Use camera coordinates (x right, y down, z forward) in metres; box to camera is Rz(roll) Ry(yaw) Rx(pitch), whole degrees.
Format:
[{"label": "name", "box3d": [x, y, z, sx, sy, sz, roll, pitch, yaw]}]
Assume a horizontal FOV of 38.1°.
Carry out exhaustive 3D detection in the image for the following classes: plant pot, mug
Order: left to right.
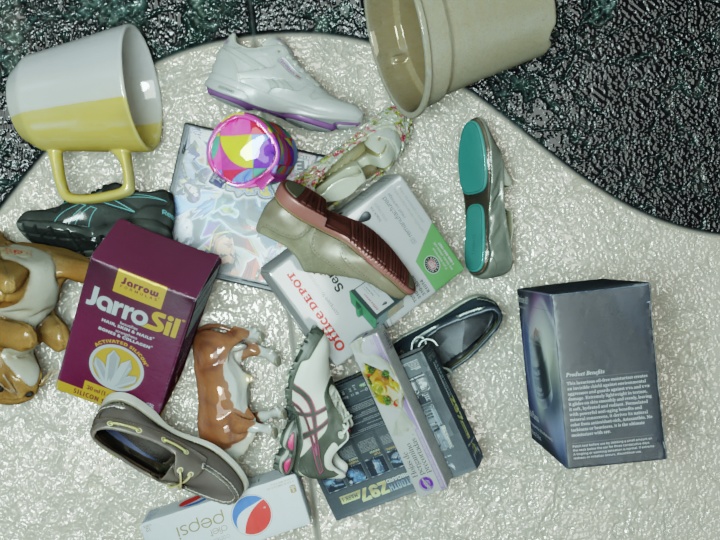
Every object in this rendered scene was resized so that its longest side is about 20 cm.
[{"label": "mug", "box3d": [-0.330, -0.191, 1.227, 0.153, 0.150, 0.187, -7, 56, 5]}, {"label": "plant pot", "box3d": [0.123, -0.300, 1.242, 0.183, 0.200, 0.201, -15, 92, -13]}]

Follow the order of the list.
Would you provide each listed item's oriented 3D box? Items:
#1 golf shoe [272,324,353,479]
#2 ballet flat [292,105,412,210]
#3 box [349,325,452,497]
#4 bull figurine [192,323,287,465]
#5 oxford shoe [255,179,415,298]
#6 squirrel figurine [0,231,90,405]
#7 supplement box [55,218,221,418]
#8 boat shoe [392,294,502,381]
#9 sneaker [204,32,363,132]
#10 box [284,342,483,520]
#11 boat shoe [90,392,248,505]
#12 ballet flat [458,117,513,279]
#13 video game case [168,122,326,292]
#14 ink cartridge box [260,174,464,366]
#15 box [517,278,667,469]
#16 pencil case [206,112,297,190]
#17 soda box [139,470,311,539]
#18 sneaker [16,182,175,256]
[{"label": "golf shoe", "box3d": [-0.046, 0.156, 1.221, 0.088, 0.077, 0.201, 13, 119, 9]}, {"label": "ballet flat", "box3d": [-0.001, -0.126, 1.271, 0.200, 0.064, 0.076, -40, 124, -13]}, {"label": "box", "box3d": [0.047, 0.163, 1.211, 0.039, 0.041, 0.201, -23, 95, 18]}, {"label": "bull figurine", "box3d": [-0.155, 0.161, 1.275, 0.121, 0.065, 0.201, -11, 87, 19]}, {"label": "oxford shoe", "box3d": [-0.027, -0.021, 1.193, 0.200, 0.070, 0.075, 36, 111, -11]}, {"label": "squirrel figurine", "box3d": [-0.434, 0.059, 1.249, 0.199, 0.141, 0.187, 22, 110, 23]}, {"label": "supplement box", "box3d": [-0.260, 0.062, 1.220, 0.131, 0.103, 0.200, 21, 120, -2]}, {"label": "boat shoe", "box3d": [0.093, 0.105, 1.299, 0.200, 0.062, 0.075, -32, 100, 0]}, {"label": "sneaker", "box3d": [-0.087, -0.231, 1.272, 0.199, 0.075, 0.100, 18, 88, 3]}, {"label": "box", "box3d": [0.027, 0.198, 1.273, 0.200, 0.051, 0.158, -25, 91, 20]}, {"label": "boat shoe", "box3d": [-0.222, 0.219, 1.211, 0.200, 0.060, 0.072, 37, 121, -13]}, {"label": "ballet flat", "box3d": [0.161, -0.090, 1.307, 0.064, 0.067, 0.201, -3, 92, -30]}, {"label": "video game case", "box3d": [-0.141, -0.073, 1.302, 0.199, 0.026, 0.181, 13, 91, -3]}, {"label": "ink cartridge box", "box3d": [0.000, 0.000, 1.265, 0.200, 0.084, 0.146, -38, 100, -8]}, {"label": "box", "box3d": [0.267, 0.114, 1.241, 0.123, 0.200, 0.199, -5, 90, -2]}, {"label": "pencil case", "box3d": [-0.121, -0.132, 1.190, 0.088, 0.200, 0.089, 0, 98, 3]}, {"label": "soda box", "box3d": [-0.164, 0.306, 1.289, 0.199, 0.064, 0.068, -18, 93, -2]}, {"label": "sneaker", "box3d": [-0.319, -0.062, 1.276, 0.199, 0.075, 0.080, 2, 63, 7]}]
